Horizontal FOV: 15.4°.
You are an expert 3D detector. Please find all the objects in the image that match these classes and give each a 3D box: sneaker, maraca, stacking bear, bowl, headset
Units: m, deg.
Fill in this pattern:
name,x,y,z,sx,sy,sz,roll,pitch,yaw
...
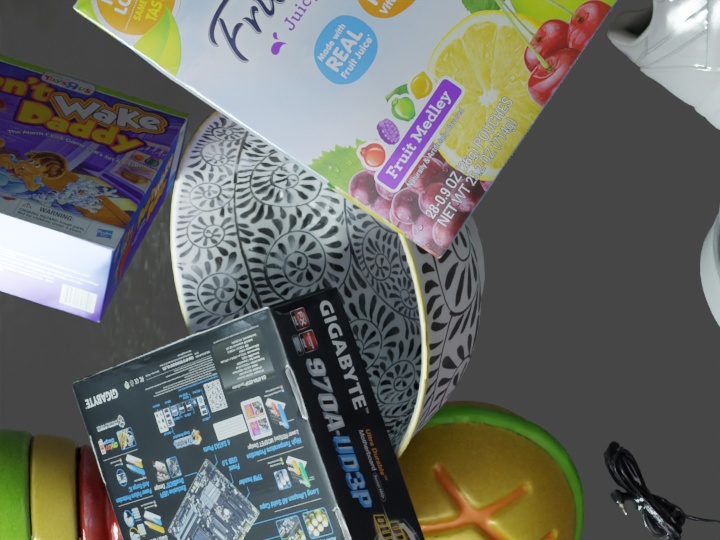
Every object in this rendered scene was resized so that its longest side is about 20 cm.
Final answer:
name,x,y,z,sx,sy,sz,roll,pitch,yaw
sneaker,0.183,-0.153,1.245,0.100,0.075,0.200,31,131,1
maraca,0.046,0.154,1.450,0.137,0.107,0.200,14,124,-4
stacking bear,-0.174,0.141,1.468,0.200,0.122,0.114,-4,130,-3
bowl,0.000,0.000,1.342,0.201,0.094,0.201,25,124,44
headset,0.221,0.088,1.392,0.200,0.124,0.094,-36,95,36

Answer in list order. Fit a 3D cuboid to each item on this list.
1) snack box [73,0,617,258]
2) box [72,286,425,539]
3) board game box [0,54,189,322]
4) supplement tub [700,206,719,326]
name,x,y,z,sx,sy,sz,roll,pitch,yaw
snack box,0.000,-0.130,1.194,0.200,0.068,0.169,33,94,-3
box,-0.058,0.107,1.343,0.200,0.046,0.159,-22,86,52
board game box,-0.199,-0.057,1.304,0.200,0.135,0.045,17,124,3
supplement tub,0.258,-0.041,1.262,0.144,0.145,0.200,21,140,-9
